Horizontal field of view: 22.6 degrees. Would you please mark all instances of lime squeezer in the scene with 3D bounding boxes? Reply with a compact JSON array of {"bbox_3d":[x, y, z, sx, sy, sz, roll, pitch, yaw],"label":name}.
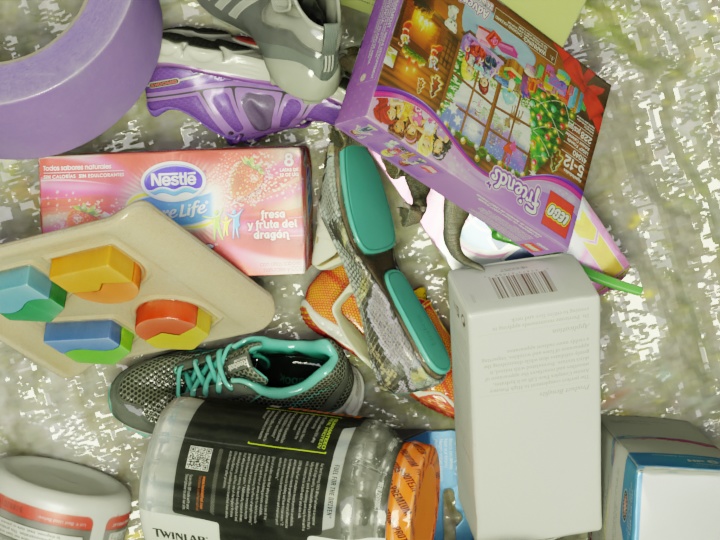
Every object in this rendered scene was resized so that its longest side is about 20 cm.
[{"bbox_3d":[0.124,-0.043,1.328,0.070,0.038,0.201,-38,93,-26],"label":"lime squeezer"}]

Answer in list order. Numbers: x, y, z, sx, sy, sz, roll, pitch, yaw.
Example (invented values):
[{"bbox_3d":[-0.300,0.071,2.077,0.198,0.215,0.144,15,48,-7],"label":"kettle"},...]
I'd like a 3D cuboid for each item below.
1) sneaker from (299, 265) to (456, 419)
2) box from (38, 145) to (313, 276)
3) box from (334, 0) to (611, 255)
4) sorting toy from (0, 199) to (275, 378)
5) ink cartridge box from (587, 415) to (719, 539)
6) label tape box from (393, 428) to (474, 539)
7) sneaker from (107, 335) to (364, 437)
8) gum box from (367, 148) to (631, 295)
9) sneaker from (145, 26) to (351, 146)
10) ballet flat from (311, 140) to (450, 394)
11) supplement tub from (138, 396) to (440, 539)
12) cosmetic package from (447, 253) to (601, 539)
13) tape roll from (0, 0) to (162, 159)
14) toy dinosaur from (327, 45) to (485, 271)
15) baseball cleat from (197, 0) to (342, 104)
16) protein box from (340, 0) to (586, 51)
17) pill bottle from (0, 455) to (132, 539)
[{"bbox_3d":[0.049,0.059,1.385,0.199,0.073,0.077,36,85,-4],"label":"sneaker"},{"bbox_3d":[-0.136,-0.044,1.365,0.197,0.103,0.096,-2,94,3],"label":"box"},{"bbox_3d":[0.084,-0.116,1.258,0.199,0.039,0.138,30,67,-32],"label":"box"},{"bbox_3d":[-0.189,0.025,1.314,0.198,0.185,0.037,-16,57,26],"label":"sorting toy"},{"bbox_3d":[0.222,0.196,1.328,0.084,0.200,0.146,2,96,-2],"label":"ink cartridge box"},{"bbox_3d":[-0.005,0.200,1.402,0.197,0.063,0.146,-2,96,2],"label":"label tape box"},{"bbox_3d":[-0.097,0.080,1.372,0.197,0.091,0.078,-6,64,-1],"label":"sneaker"},{"bbox_3d":[0.108,-0.046,1.374,0.113,0.066,0.201,-35,93,5],"label":"gum box"},{"bbox_3d":[-0.070,-0.131,1.380,0.198,0.081,0.084,12,113,7],"label":"sneaker"},{"bbox_3d":[0.000,0.000,1.336,0.071,0.072,0.202,-22,81,4],"label":"ballet flat"},{"bbox_3d":[-0.049,0.161,1.293,0.198,0.122,0.124,6,96,15],"label":"supplement tub"},{"bbox_3d":[0.121,0.097,1.317,0.100,0.074,0.202,-7,118,-8],"label":"cosmetic package"},{"bbox_3d":[-0.249,-0.189,1.320,0.197,0.085,0.202,-3,67,7],"label":"tape roll"},{"bbox_3d":[0.045,-0.096,1.287,0.102,0.077,0.200,-34,78,-32],"label":"toy dinosaur"},{"bbox_3d":[-0.062,-0.207,1.311,0.069,0.200,0.107,-12,133,-32],"label":"baseball cleat"},{"bbox_3d":[0.080,-0.266,1.271,0.197,0.200,0.136,19,71,0],"label":"protein box"},{"bbox_3d":[-0.252,0.255,1.388,0.115,0.116,0.202,14,95,0],"label":"pill bottle"}]
